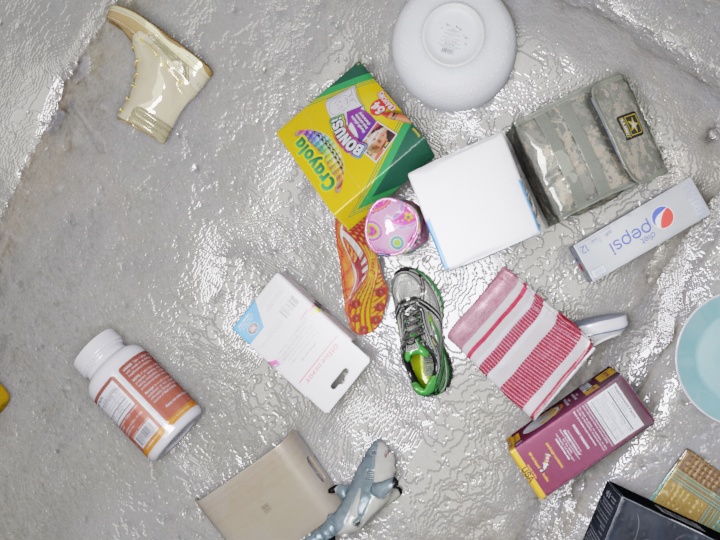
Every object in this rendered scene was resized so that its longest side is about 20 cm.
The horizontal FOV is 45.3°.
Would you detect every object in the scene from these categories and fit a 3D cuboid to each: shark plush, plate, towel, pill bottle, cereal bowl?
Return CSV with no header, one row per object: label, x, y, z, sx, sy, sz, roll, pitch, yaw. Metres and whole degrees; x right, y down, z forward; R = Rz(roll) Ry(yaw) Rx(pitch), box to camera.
shark plush,-0.015,0.360,1.337,0.200,0.091,0.083,-47,68,0
plate,0.569,0.131,1.289,0.195,0.026,0.205,0,89,8
towel,0.493,0.392,1.301,0.145,0.022,0.202,34,93,6
towel,0.234,0.103,1.282,0.145,0.023,0.200,-50,51,6
pill bottle,-0.355,0.192,1.364,0.200,0.112,0.112,44,95,6
cereal bowl,0.143,-0.350,1.317,0.195,0.083,0.205,0,89,6

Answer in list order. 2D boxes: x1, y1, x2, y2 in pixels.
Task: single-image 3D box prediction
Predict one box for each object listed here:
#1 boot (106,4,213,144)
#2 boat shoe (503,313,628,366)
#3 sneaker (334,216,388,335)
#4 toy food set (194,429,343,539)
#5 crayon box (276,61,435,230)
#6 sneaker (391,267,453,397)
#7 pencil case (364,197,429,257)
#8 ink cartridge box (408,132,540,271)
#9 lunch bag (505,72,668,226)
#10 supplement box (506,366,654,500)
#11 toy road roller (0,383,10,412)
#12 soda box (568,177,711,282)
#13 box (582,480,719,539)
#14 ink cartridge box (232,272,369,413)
boot,-0.355,-0.314,1.386,0.198,0.073,0.157,35,91,1
boat shoe,0.312,0.120,1.305,0.197,0.073,0.067,-20,90,17
sneaker,0.000,0.000,1.348,0.071,0.077,0.205,-7,104,-12
toy food set,-0.145,0.365,1.370,0.198,0.060,0.145,-35,97,7
crayon box,-0.011,-0.191,1.304,0.172,0.058,0.201,-39,56,4
sneaker,0.092,0.093,1.315,0.077,0.085,0.204,-17,87,19
pencil case,0.057,-0.062,1.267,0.085,0.200,0.090,0,93,8
ink cartridge box,0.166,-0.093,1.254,0.142,0.200,0.150,-23,87,9
lunch bag,0.341,-0.181,1.276,0.197,0.118,0.167,-25,87,1
supplement box,0.320,0.237,1.277,0.198,0.110,0.086,-36,85,5
toy road roller,-0.664,0.243,1.415,0.123,0.146,0.200,45,132,5
soda box,0.414,-0.058,1.288,0.198,0.068,0.064,-31,85,6
box,0.415,0.444,1.236,0.197,0.124,0.200,24,90,7
ink cartridge box,-0.087,0.112,1.351,0.199,0.068,0.116,42,95,6
